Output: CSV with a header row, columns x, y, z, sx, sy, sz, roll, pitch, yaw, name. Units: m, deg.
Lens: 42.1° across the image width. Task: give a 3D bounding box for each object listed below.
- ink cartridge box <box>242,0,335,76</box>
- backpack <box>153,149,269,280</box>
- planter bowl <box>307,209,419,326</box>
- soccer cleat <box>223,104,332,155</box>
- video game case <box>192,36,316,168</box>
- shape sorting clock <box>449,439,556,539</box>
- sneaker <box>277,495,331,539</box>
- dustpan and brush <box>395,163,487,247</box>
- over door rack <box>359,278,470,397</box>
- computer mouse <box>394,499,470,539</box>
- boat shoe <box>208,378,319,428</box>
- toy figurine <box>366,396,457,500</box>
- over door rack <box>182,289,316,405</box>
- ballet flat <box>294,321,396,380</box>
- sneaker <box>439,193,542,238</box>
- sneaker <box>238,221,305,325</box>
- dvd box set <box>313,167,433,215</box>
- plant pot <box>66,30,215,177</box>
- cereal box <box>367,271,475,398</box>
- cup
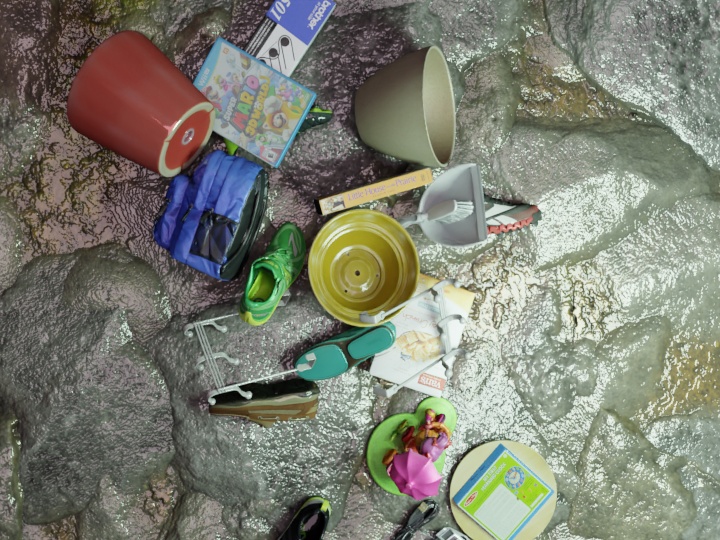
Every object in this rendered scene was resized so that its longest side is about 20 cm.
x,y,z,sx,sy,sz,roll,pitch,yaw,name
-0.136,-0.409,1.645,0.093,0.044,0.202,34,89,-7,ink cartridge box
-0.248,-0.103,1.586,0.165,0.163,0.203,24,90,-3,backpack
0.000,0.000,1.648,0.196,0.083,0.205,1,82,-10,planter bowl
-0.144,-0.245,1.645,0.196,0.068,0.083,-8,102,1,soccer cleat
-0.193,-0.288,1.604,0.198,0.018,0.145,30,93,5,video game case
0.262,0.410,1.721,0.196,0.039,0.204,0,98,-1,shape sorting clock
-0.114,0.492,1.662,0.071,0.083,0.203,26,89,-6,sneaker
0.128,-0.097,1.635,0.056,0.199,0.142,2,78,-37,dustpan and brush
0.104,0.116,1.590,0.198,0.066,0.151,-21,110,-30,over door rack
0.164,0.513,1.716,0.199,0.044,0.110,37,84,-1,computer mouse
-0.169,0.243,1.653,0.196,0.076,0.075,-4,111,-1,boat shoe
0.110,0.321,1.630,0.150,0.184,0.200,43,87,-6,toy figurine
-0.192,0.137,1.623,0.197,0.067,0.149,-18,63,-16,over door rack
-0.023,0.139,1.660,0.197,0.070,0.068,-24,99,15,ballet flat
0.229,-0.106,1.682,0.196,0.071,0.100,-9,95,-4,sneaker
-0.147,0.000,1.619,0.073,0.084,0.202,21,63,3,sneaker
0.019,-0.137,1.622,0.196,0.146,0.030,-17,96,-6,dvd box set
-0.346,-0.261,1.529,0.176,0.200,0.202,35,88,11,plant pot
0.109,0.112,1.693,0.141,0.040,0.203,18,90,-7,cereal box
0.072,-0.276,1.615,0.141,0.200,0.205,-2,93,20,cup
